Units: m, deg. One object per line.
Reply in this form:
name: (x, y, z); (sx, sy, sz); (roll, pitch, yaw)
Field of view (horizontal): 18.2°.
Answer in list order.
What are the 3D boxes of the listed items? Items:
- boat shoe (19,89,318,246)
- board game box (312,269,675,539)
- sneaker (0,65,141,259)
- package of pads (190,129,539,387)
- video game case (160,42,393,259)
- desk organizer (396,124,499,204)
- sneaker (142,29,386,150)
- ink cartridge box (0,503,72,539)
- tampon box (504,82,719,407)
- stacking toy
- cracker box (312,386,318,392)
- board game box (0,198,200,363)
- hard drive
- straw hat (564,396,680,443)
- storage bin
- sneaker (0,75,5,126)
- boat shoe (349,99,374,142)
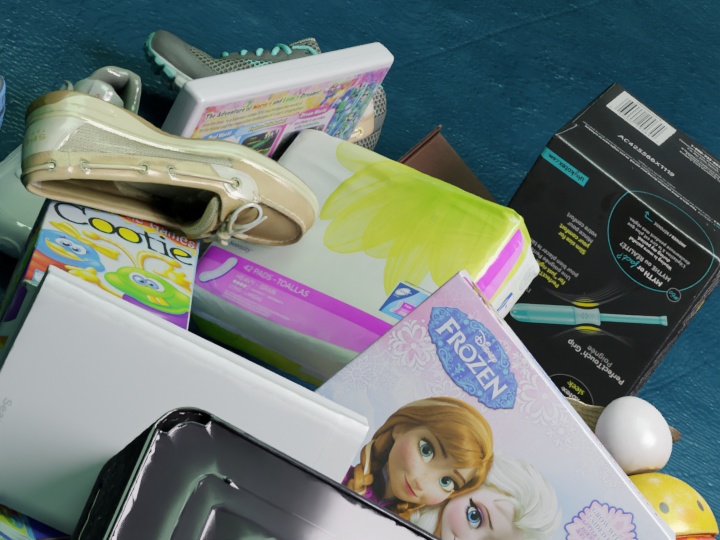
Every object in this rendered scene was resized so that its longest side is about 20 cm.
boat shoe: (-0.118, -0.048, 1.390); (0.200, 0.073, 0.064); (22, 55, -29)
board game box: (0.045, 0.139, 1.300); (0.200, 0.199, 0.041); (50, 6, 4)
sneaker: (-0.203, -0.082, 1.525); (0.077, 0.100, 0.200); (27, 34, -5)
package of pads: (0.000, 0.000, 1.457); (0.199, 0.068, 0.155); (23, 64, 34)
video game case: (-0.081, -0.069, 1.525); (0.024, 0.183, 0.199); (46, 36, 21)
desk organizer: (0.017, -0.021, 1.635); (0.077, 0.072, 0.200); (50, 40, -1)
sneaker: (-0.068, -0.142, 1.701); (0.199, 0.092, 0.078); (28, -3, -12)
ink cartridge box: (-0.127, 0.196, 1.271); (0.199, 0.044, 0.199); (-3, 46, -42)
tampon box: (0.171, -0.001, 1.617); (0.150, 0.201, 0.126); (38, 34, 10)
stacking toy: (0.177, 0.177, 1.380); (0.145, 0.146, 0.202); (-2, 76, -39)
cracker box: (0.027, 0.160, 1.394); (0.199, 0.058, 0.134); (35, 14, 5)
board game box: (-0.166, 0.035, 1.353); (0.102, 0.105, 0.200); (23, 17, -9)
hard drive: (-0.113, 0.099, 1.253); (0.199, 0.133, 0.026); (26, 11, -11)
straw hat: (0.110, 0.136, 1.490); (0.200, 0.201, 0.086); (15, 77, -23)
storage bin: (-0.055, 0.179, 1.184); (0.199, 0.094, 0.136); (30, 62, -14)
sneaker: (-0.322, -0.100, 1.479); (0.199, 0.079, 0.066); (-12, 53, -44)
boat shoe: (-0.074, -0.087, 1.623); (0.199, 0.070, 0.074); (-26, 29, -14)
